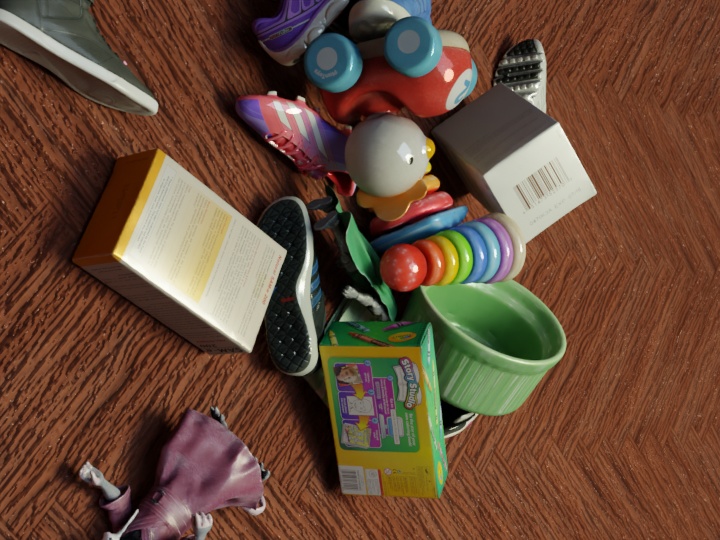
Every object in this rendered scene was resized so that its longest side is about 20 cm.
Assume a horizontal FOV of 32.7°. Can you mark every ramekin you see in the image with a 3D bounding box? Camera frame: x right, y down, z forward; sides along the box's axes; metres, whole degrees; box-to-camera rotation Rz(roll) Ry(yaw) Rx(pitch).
[{"bbox_3d":[0.138,0.083,1.481,0.199,0.200,0.098,-8,134,-48],"label":"ramekin"}]

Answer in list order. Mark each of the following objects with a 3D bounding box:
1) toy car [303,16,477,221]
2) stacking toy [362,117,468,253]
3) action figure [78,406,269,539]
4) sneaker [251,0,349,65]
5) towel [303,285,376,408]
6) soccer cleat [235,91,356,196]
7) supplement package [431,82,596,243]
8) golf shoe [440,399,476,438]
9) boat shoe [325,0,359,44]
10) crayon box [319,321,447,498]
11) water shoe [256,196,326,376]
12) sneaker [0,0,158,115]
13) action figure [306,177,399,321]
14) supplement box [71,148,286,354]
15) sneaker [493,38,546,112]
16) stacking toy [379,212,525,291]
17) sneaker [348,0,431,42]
[{"bbox_3d":[0.045,-0.157,1.368,0.184,0.176,0.202,6,77,-70],"label":"toy car"},{"bbox_3d":[0.039,-0.130,1.501,0.116,0.109,0.201,-22,91,-62],"label":"stacking toy"},{"bbox_3d":[-0.194,0.234,1.215,0.200,0.134,0.149,-45,161,-27],"label":"action figure"},{"bbox_3d":[-0.044,-0.323,1.358,0.083,0.081,0.200,41,88,-10],"label":"sneaker"},{"bbox_3d":[0.019,0.133,1.491,0.200,0.023,0.153,53,51,-29],"label":"towel"},{"bbox_3d":[-0.065,-0.146,1.406,0.199,0.066,0.077,20,75,-47],"label":"soccer cleat"},{"bbox_3d":[0.193,-0.141,1.568,0.117,0.200,0.118,-35,118,1],"label":"supplement package"},{"bbox_3d":[0.116,0.172,1.507,0.199,0.092,0.073,-20,102,-50],"label":"golf shoe"},{"bbox_3d":[-0.003,-0.300,1.484,0.199,0.071,0.073,-13,95,-48],"label":"boat shoe"},{"bbox_3d":[0.029,0.159,1.387,0.058,0.118,0.201,-58,144,-61],"label":"crayon box"},{"bbox_3d":[-0.078,0.019,1.382,0.079,0.071,0.202,20,66,-74],"label":"water shoe"},{"bbox_3d":[-0.264,-0.232,1.188,0.200,0.070,0.100,32,67,-36],"label":"sneaker"},{"bbox_3d":[0.000,0.000,1.422,0.200,0.054,0.118,60,8,-37],"label":"action figure"},{"bbox_3d":[-0.180,-0.015,1.253,0.200,0.073,0.127,40,57,-37],"label":"supplement box"},{"bbox_3d":[0.233,-0.230,1.746,0.081,0.075,0.201,26,68,-58],"label":"sneaker"},{"bbox_3d":[0.103,-0.012,1.431,0.199,0.085,0.086,-14,95,-43],"label":"stacking toy"},{"bbox_3d":[0.036,-0.314,1.393,0.200,0.076,0.112,4,84,-69],"label":"sneaker"}]
